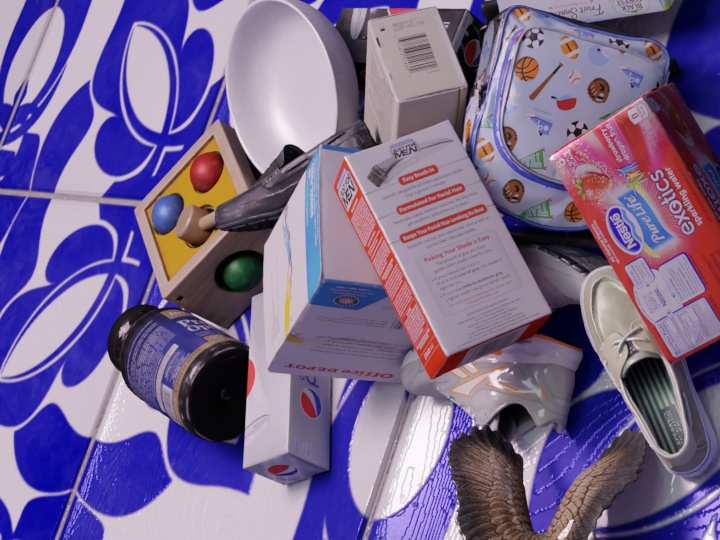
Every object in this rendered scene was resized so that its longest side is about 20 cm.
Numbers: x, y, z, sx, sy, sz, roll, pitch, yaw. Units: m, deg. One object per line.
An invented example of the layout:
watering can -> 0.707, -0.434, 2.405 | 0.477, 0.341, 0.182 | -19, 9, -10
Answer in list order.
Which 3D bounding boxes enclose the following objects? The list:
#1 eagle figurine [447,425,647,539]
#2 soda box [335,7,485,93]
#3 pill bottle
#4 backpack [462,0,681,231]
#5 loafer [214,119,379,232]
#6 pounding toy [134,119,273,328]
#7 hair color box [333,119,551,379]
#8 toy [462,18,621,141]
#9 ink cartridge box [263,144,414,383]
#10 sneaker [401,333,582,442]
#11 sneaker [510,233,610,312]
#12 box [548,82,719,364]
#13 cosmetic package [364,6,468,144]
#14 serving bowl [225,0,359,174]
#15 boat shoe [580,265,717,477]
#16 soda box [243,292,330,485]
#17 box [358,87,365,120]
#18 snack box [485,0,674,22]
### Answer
eagle figurine -> 0.149, 0.217, 1.301 | 0.151, 0.150, 0.203 | -24, 55, 60
soda box -> 0.050, -0.231, 1.638 | 0.199, 0.063, 0.071 | 11, 74, 48
pill bottle -> -0.197, 0.106, 1.728 | 0.199, 0.111, 0.113 | 24, 86, 49
backpack -> 0.182, -0.131, 1.418 | 0.154, 0.198, 0.193 | -69, -6, -81
loafer -> -0.064, -0.090, 1.561 | 0.199, 0.068, 0.071 | -21, 81, 29
pounding toy -> -0.156, -0.055, 1.752 | 0.184, 0.142, 0.201 | -44, 43, 19
hair color box -> 0.069, -0.020, 1.369 | 0.202, 0.110, 0.064 | 64, 158, 16
toy -> 0.179, -0.179, 1.547 | 0.201, 0.047, 0.115 | -51, 28, 2
ink cartridge box -> 0.000, 0.000, 1.493 | 0.200, 0.145, 0.146 | 125, 147, -56
sneaker -> 0.111, 0.113, 1.438 | 0.199, 0.075, 0.093 | -9, 67, 44
sneaker -> 0.161, 0.014, 1.457 | 0.199, 0.074, 0.088 | 15, 96, 51
box -> 0.255, -0.040, 1.281 | 0.099, 0.095, 0.201 | -32, 87, 29
cosmetic package -> 0.050, -0.149, 1.522 | 0.072, 0.201, 0.104 | -14, 61, -8
serving bowl -> -0.063, -0.193, 1.668 | 0.199, 0.065, 0.203 | 21, 117, 47
boat shoe -> 0.239, 0.076, 1.303 | 0.072, 0.062, 0.201 | -31, 61, 11
soda box -> -0.075, 0.116, 1.632 | 0.068, 0.063, 0.202 | -23, 53, 36
box -> 0.022, -0.141, 1.695 | 0.136, 0.039, 0.202 | 8, 74, 48
snack box -> 0.236, -0.295, 1.509 | 0.199, 0.053, 0.143 | -2, 39, 45
